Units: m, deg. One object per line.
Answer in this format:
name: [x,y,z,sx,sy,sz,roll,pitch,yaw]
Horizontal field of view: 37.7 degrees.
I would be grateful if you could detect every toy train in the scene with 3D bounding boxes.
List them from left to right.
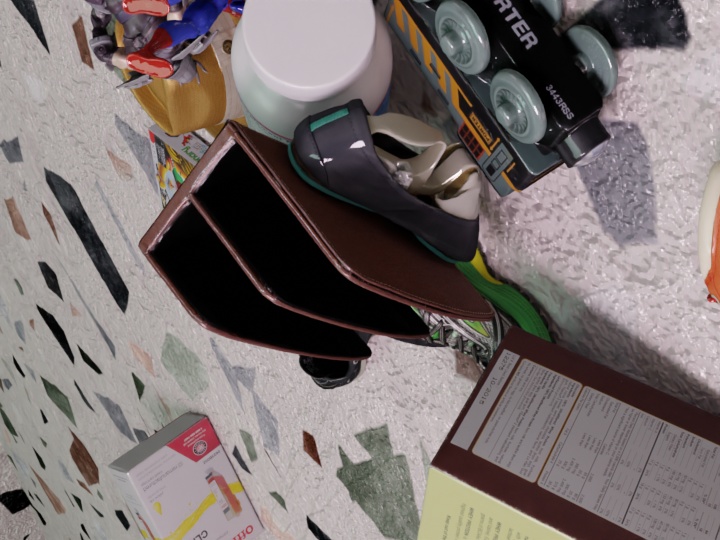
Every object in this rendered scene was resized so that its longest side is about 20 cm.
toy train: [0.075,-0.140,0.650,0.201,0.085,0.114,55,160,7]

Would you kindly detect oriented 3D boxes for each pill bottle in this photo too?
pill bottle: [-0.032,-0.132,0.723,0.109,0.108,0.200,54,174,7]

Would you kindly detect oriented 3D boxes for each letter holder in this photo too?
letter holder: [-0.017,0.009,0.683,0.101,0.199,0.142,-49,60,15]

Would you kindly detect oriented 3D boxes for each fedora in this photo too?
fedora: [-0.166,-0.193,0.962,0.200,0.081,0.203,38,146,32]

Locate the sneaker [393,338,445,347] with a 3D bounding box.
sneaker: [0.000,0.000,0.900,0.197,0.084,0.072,22,175,16]

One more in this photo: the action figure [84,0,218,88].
action figure: [-0.193,-0.225,0.846,0.129,0.070,0.200,-28,122,25]

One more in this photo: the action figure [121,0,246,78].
action figure: [-0.089,-0.198,0.776,0.097,0.201,0.066,10,122,9]

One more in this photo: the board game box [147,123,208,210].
board game box: [-0.172,-0.053,1.153,0.126,0.034,0.202,37,145,32]

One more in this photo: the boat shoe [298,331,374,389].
boat shoe: [-0.029,0.075,1.020,0.075,0.066,0.199,53,151,7]

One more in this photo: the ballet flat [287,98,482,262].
ballet flat: [0.038,-0.058,0.683,0.073,0.074,0.199,28,-178,42]

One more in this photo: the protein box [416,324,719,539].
protein box: [0.153,0.183,0.719,0.198,0.135,0.200,24,140,18]

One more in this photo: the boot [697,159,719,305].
boot: [0.238,0.031,0.572,0.107,0.074,0.203,17,123,54]

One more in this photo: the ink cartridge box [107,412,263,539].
ink cartridge box: [-0.249,0.331,1.524,0.083,0.144,0.202,-4,115,56]

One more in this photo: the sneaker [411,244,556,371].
sneaker: [0.075,0.040,0.809,0.201,0.085,0.078,50,150,14]
